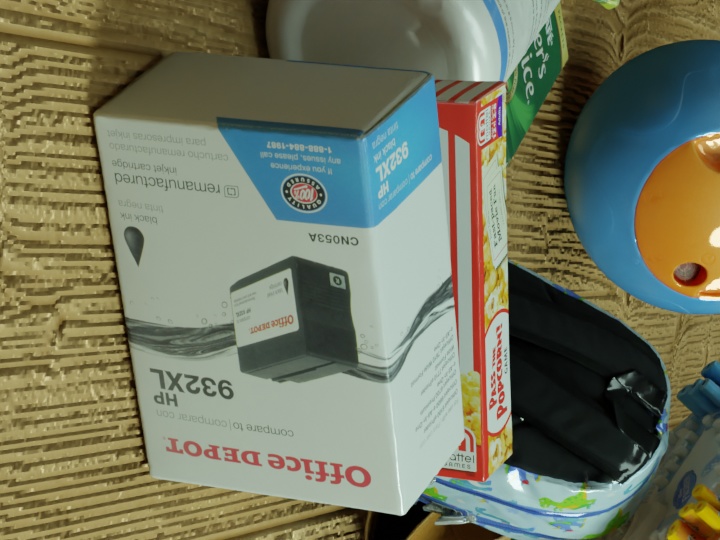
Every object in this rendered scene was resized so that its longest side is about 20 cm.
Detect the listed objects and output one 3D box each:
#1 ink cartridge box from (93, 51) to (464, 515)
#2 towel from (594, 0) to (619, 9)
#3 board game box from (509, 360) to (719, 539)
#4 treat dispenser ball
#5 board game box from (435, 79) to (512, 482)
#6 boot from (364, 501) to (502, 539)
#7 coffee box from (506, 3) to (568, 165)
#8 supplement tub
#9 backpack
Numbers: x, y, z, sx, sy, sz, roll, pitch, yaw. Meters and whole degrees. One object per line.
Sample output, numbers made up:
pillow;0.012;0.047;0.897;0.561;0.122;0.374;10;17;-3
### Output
ink cartridge box;-0.036;0.006;1.112;0.084;0.145;0.201;-47;137;-53
towel;0.067;-0.212;1.212;0.200;0.018;0.086;25;51;-37
board game box;0.150;0.159;1.377;0.026;0.200;0.200;42;23;-9
treat dispenser ball;0.249;-0.068;1.690;0.201;0.200;0.202;6;90;-67
board game box;0.000;0.000;1.189;0.046;0.151;0.201;-35;126;-60
boot;0.064;0.124;1.450;0.202;0.071;0.144;-61;159;-27
coffee box;0.078;-0.134;1.471;0.200;0.044;0.123;-58;144;-47
supplement tub;0.043;-0.164;1.274;0.200;0.131;0.132;-54;143;-48
backpack;0.081;0.073;1.332;0.154;0.199;0.163;86;23;-47
